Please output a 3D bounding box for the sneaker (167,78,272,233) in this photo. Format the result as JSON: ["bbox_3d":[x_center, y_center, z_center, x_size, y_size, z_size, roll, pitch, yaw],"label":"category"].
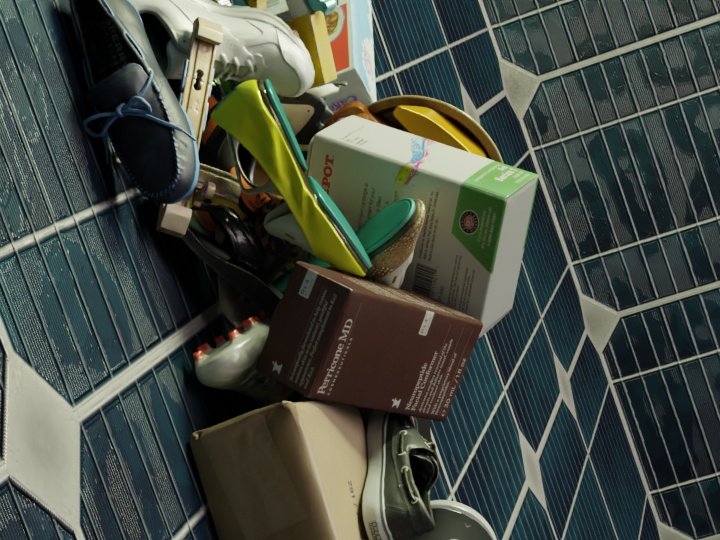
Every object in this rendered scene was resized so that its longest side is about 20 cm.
[{"bbox_3d":[-0.126,-0.130,1.669,0.070,0.090,0.200,46,29,-59],"label":"sneaker"}]

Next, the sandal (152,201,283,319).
[{"bbox_3d":[-0.104,-0.015,1.598,0.200,0.048,0.075,42,4,-25],"label":"sandal"}]

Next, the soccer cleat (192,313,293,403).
[{"bbox_3d":[-0.089,0.083,1.596,0.078,0.069,0.200,61,11,2],"label":"soccer cleat"}]

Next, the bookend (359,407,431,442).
[{"bbox_3d":[-0.003,0.095,1.780,0.200,0.092,0.199,9,74,-76],"label":"bookend"}]

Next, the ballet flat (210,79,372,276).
[{"bbox_3d":[-0.063,-0.069,1.561,0.200,0.067,0.067,60,4,-20],"label":"ballet flat"}]

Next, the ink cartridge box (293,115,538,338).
[{"bbox_3d":[0.049,-0.044,1.702,0.084,0.200,0.145,-35,140,-56],"label":"ink cartridge box"}]

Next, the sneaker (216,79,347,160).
[{"bbox_3d":[-0.084,-0.192,1.819,0.080,0.129,0.199,-66,136,-70],"label":"sneaker"}]

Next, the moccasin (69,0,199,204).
[{"bbox_3d":[-0.198,-0.143,1.490,0.200,0.080,0.068,62,16,20],"label":"moccasin"}]

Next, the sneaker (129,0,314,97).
[{"bbox_3d":[-0.139,-0.196,1.634,0.200,0.078,0.099,25,50,-7],"label":"sneaker"}]

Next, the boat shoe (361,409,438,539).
[{"bbox_3d":[0.041,0.176,1.591,0.200,0.057,0.069,-82,151,-62],"label":"boat shoe"}]

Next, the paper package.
[{"bbox_3d":[-0.044,0.210,1.549,0.191,0.103,0.200,-4,75,-75],"label":"paper package"}]

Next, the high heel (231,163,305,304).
[{"bbox_3d":[-0.079,-0.084,1.694,0.071,0.143,0.200,11,56,-23],"label":"high heel"}]

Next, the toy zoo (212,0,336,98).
[{"bbox_3d":[-0.097,-0.222,1.702,0.020,0.200,0.131,-30,104,-44],"label":"toy zoo"}]

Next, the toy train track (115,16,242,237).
[{"bbox_3d":[-0.141,-0.127,1.549,0.115,0.033,0.200,18,66,-25],"label":"toy train track"}]

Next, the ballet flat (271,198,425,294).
[{"bbox_3d":[0.000,0.000,1.655,0.065,0.200,0.071,44,41,-20],"label":"ballet flat"}]

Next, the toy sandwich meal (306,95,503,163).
[{"bbox_3d":[0.045,-0.083,1.793,0.205,0.205,0.070,67,24,-18],"label":"toy sandwich meal"}]

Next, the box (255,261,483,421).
[{"bbox_3d":[0.011,0.064,1.578,0.200,0.075,0.100,14,99,-50],"label":"box"}]

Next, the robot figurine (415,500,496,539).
[{"bbox_3d":[0.073,0.310,1.825,0.200,0.125,0.150,-63,176,-69],"label":"robot figurine"}]

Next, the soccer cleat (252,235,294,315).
[{"bbox_3d":[-0.082,0.008,1.766,0.084,0.065,0.200,25,46,-29],"label":"soccer cleat"}]

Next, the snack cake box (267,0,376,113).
[{"bbox_3d":[-0.047,-0.247,2.043,0.200,0.115,0.067,-92,159,-45],"label":"snack cake box"}]
